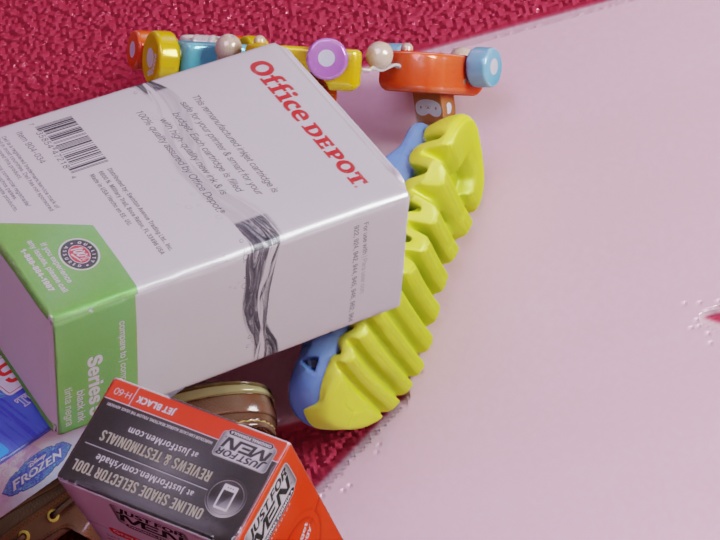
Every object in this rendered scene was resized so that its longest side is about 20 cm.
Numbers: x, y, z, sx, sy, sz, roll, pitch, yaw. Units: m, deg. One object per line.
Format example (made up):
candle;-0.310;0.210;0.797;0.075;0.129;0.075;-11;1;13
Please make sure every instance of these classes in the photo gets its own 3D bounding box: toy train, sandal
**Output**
toy train;-0.031;-0.103;1.486;0.200;0.150;0.056;5;94;26
sandal;0.000;0.000;1.430;0.087;0.080;0.200;7;54;23

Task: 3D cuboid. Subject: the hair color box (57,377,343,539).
hair color box;-0.063;0.137;1.285;0.101;0.200;0.061;19;67;24

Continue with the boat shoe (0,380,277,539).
boat shoe;-0.130;0.122;1.394;0.200;0.072;0.068;-25;61;7

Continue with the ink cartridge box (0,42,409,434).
ink cartridge box;-0.095;-0.021;1.336;0.200;0.084;0.146;-19;47;-23

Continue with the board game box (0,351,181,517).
board game box;-0.216;0.038;1.360;0.199;0.041;0.200;33;51;29
